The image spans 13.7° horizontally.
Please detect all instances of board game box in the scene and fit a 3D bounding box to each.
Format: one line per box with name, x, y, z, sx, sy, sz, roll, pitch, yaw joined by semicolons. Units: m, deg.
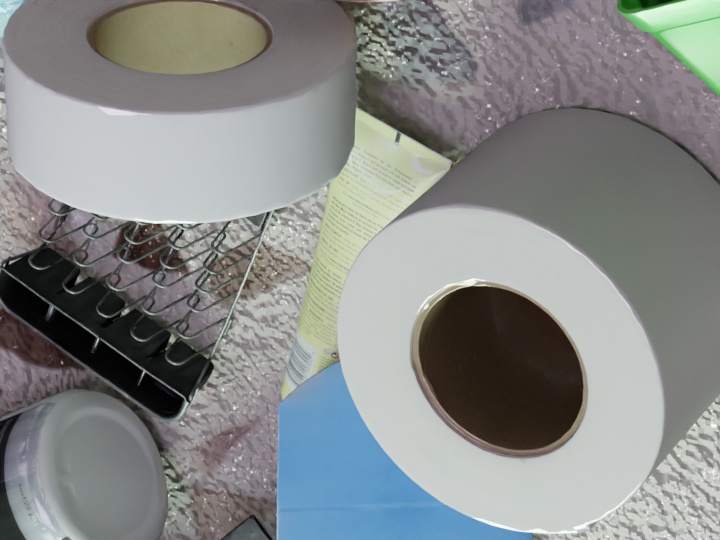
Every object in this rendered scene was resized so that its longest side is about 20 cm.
board game box;0.025;0.135;1.819;0.158;0.039;0.201;-2;108;-9

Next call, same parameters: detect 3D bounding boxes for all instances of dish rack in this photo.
dish rack;-0.133;-0.023;1.856;0.153;0.055;0.200;34;128;11

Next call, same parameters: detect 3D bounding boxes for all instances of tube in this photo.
tube;0.000;0.000;1.792;0.058;0.052;0.200;7;123;-13

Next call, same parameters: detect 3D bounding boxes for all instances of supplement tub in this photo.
supplement tub;-0.233;0.160;1.975;0.200;0.123;0.123;-22;102;38

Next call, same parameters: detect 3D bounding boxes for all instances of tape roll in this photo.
tape roll;0.106;0.027;1.676;0.202;0.139;0.203;15;123;24
tape roll;-0.101;-0.104;1.697;0.202;0.202;0.071;16;122;24

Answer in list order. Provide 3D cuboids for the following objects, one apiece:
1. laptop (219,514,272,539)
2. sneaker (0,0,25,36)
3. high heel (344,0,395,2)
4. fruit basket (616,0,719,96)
laptop;-0.041;0.263;1.917;0.177;0.200;0.103;-39;49;32
sneaker;-0.209;-0.186;1.812;0.200;0.074;0.082;-5;128;39
high heel;-0.034;-0.216;1.680;0.200;0.067;0.096;26;138;34
fruit basket;0.224;-0.201;1.485;0.215;0.156;0.216;15;138;14
